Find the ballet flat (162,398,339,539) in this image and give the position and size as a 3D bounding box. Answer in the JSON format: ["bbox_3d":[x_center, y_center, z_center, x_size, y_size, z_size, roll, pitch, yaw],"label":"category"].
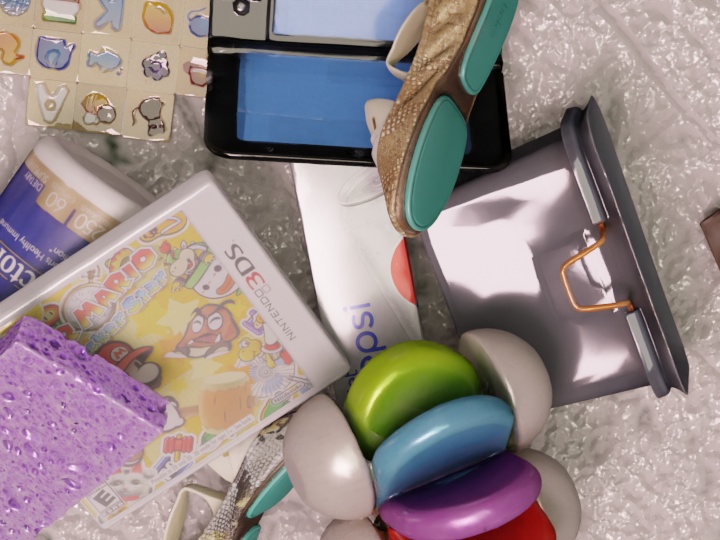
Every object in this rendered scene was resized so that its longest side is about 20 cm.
[{"bbox_3d":[-0.086,0.153,1.713,0.072,0.072,0.200,29,113,-6],"label":"ballet flat"}]

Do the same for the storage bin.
[{"bbox_3d":[0.124,0.005,1.688,0.134,0.146,0.200,-20,99,11],"label":"storage bin"}]

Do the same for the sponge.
[{"bbox_3d":[-0.222,0.112,1.617,0.112,0.030,0.200,34,131,-20],"label":"sponge"}]

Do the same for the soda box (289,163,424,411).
[{"bbox_3d":[0.000,0.000,1.712,0.068,0.063,0.200,-10,99,-1],"label":"soda box"}]

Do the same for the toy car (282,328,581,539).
[{"bbox_3d":[0.058,0.144,1.595,0.175,0.150,0.200,-21,113,-14],"label":"toy car"}]

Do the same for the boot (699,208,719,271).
[{"bbox_3d":[0.353,-0.017,1.722,0.200,0.064,0.186,-42,84,1],"label":"boot"}]

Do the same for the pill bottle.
[{"bbox_3d":[-0.218,0.021,1.681,0.116,0.116,0.200,34,96,-6],"label":"pill bottle"}]

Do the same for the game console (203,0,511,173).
[{"bbox_3d":[0.001,-0.161,1.660,0.200,0.116,0.176,3,99,-5],"label":"game console"}]

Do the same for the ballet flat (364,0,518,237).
[{"bbox_3d":[0.041,-0.111,1.610,0.065,0.071,0.200,10,63,28],"label":"ballet flat"}]

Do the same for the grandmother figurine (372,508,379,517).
[{"bbox_3d":[0.065,0.179,1.722,0.200,0.061,0.121,37,120,-24],"label":"grandmother figurine"}]

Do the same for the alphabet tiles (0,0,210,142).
[{"bbox_3d":[-0.167,-0.191,1.707,0.166,0.006,0.200,6,98,-4],"label":"alphabet tiles"}]

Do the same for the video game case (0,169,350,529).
[{"bbox_3d":[-0.134,0.055,1.637,0.200,0.023,0.182,-33,123,4],"label":"video game case"}]
